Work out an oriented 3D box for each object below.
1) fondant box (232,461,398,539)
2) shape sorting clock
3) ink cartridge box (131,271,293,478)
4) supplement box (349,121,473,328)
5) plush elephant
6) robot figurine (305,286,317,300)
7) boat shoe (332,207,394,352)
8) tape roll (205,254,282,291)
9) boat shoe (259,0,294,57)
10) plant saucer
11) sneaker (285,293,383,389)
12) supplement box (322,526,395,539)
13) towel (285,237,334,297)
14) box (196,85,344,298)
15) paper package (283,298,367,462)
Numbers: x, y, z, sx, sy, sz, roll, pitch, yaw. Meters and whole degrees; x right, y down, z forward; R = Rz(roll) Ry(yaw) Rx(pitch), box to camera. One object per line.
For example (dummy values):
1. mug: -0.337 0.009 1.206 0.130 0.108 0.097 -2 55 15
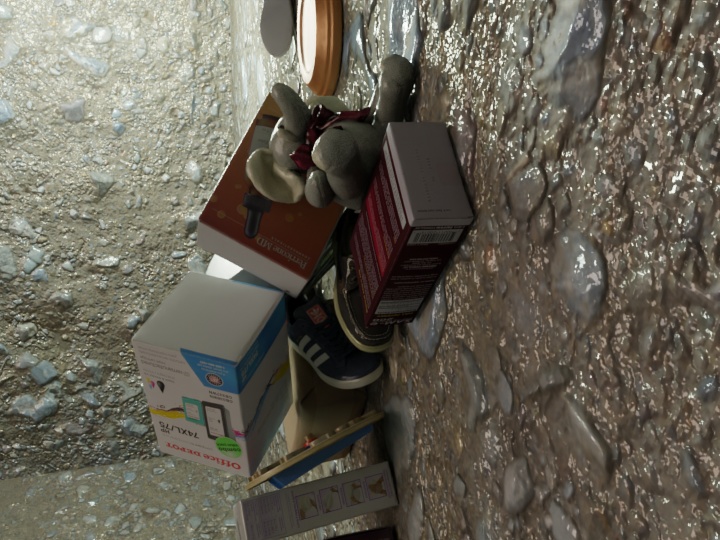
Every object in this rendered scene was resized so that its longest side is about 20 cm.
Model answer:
1. fondant box: -0.064 0.310 0.880 0.145 0.195 0.059 122 134 -65
2. shape sorting clock: -0.057 0.227 0.849 0.040 0.197 0.200 58 158 12
3. ink cartridge box: -0.184 0.136 0.879 0.147 0.143 0.204 -61 -23 -50
4. supplement box: 0.042 -0.038 0.665 0.201 0.059 0.111 112 151 -57
5. plush elephant: -0.041 -0.144 0.735 0.166 0.153 0.201 -57 -17 -23
6. robot figurine: -0.146 0.066 1.203 0.201 0.122 0.154 -73 -25 -66
7. boat shoe: 0.001 -0.001 0.808 0.067 0.070 0.204 97 166 -52
8. tape roll: -0.142 -0.034 1.002 0.066 0.200 0.200 45 -178 -25
9. boat shoe: -0.163 -0.525 1.323 0.070 0.069 0.205 -28 -68 -77
10. plant saucer: -0.068 -0.372 1.037 0.200 0.037 0.206 176 90 -74
11. sneaker: -0.047 0.086 0.897 0.198 0.074 0.086 23 134 47
12. supplement box: 0.005 0.452 0.845 0.132 0.101 0.204 108 153 -54
13. towel: -0.102 -0.022 1.054 0.048 0.171 0.200 45 180 -25
14. box: -0.095 -0.096 0.844 0.203 0.150 0.106 -65 8 -19
15. paper package: -0.070 0.175 1.058 0.202 0.101 0.194 104 157 -50
